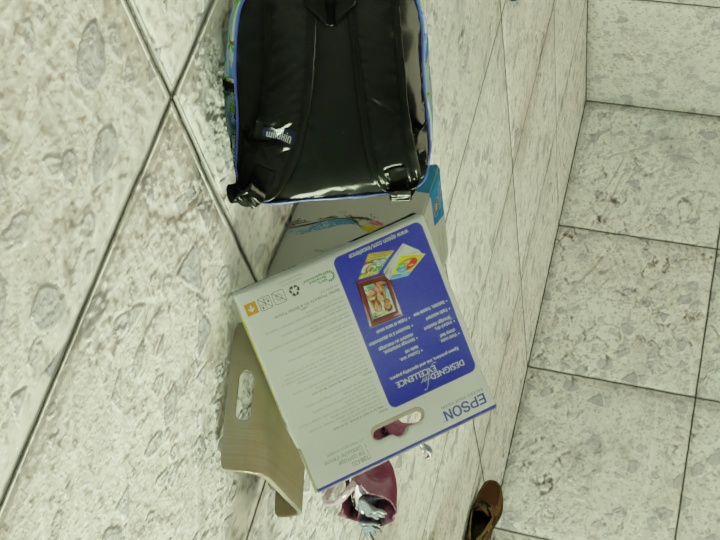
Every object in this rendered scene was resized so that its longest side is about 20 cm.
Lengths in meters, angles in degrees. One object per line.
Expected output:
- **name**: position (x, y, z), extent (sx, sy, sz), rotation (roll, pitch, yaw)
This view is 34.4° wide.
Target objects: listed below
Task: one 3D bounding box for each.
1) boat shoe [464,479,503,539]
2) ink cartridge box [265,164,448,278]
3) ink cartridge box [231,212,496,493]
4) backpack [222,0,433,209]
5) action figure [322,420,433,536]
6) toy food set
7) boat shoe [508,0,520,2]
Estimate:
- **boat shoe**: position (0.301, 0.587, 2.805), extent (0.069, 0.071, 0.202), rotation (81, 23, -51)
- **ink cartridge box**: position (0.000, 0.000, 1.255), extent (0.148, 0.142, 0.202), rotation (80, 25, -49)
- **ink cartridge box**: position (0.004, 0.076, 1.105), extent (0.047, 0.195, 0.203), rotation (-162, -130, -78)
- **backpack**: position (-0.031, -0.173, 1.004), extent (0.147, 0.180, 0.203), rotation (-103, -170, -67)
- **action figure**: position (0.008, 0.248, 1.580), extent (0.147, 0.133, 0.203), rotation (24, 55, -31)
- **toy food set**: position (-0.098, 0.157, 1.182), extent (0.201, 0.059, 0.146), rotation (68, 23, -64)
- **boat shoe**: position (0.253, -0.543, 1.997), extent (0.068, 0.070, 0.202), rotation (-69, 158, -43)
